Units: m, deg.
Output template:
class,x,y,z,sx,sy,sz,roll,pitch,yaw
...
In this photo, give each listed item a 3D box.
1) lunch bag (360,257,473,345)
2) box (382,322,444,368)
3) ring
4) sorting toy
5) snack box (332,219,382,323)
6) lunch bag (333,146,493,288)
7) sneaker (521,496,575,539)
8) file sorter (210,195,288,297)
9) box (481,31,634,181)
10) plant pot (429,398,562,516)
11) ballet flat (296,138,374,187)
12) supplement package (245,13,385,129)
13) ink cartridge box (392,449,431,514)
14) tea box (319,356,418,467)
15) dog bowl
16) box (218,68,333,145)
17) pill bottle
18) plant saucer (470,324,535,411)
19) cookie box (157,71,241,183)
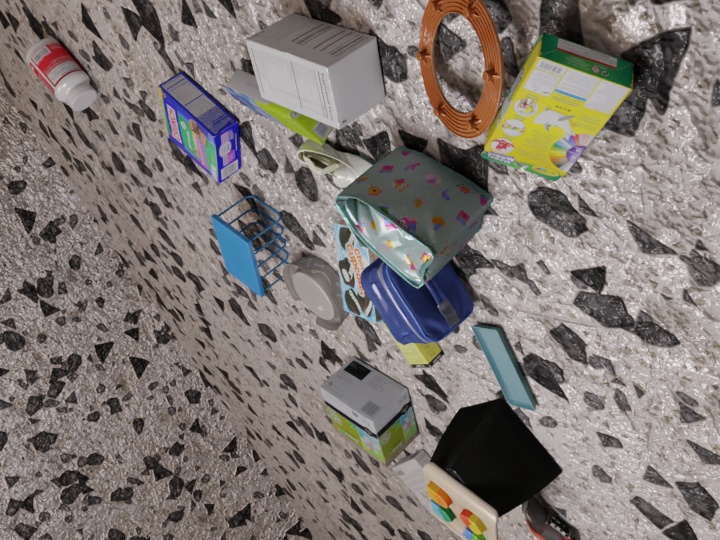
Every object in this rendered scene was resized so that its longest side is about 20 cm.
class,x,y,z,sx,sy,sz,roll,pitch,yaw
lunch bag,0.105,0.031,1.321,0.200,0.136,0.132,56,153,-9
box,0.093,0.117,1.545,0.200,0.050,0.075,55,153,-10
ring,0.125,-0.273,0.955,0.200,0.019,0.201,51,151,43
sorting toy,0.204,0.504,1.488,0.185,0.036,0.200,32,148,33
snack box,0.000,0.000,1.487,0.116,0.037,0.200,18,122,51
lunch bag,0.078,-0.099,1.155,0.200,0.170,0.122,38,149,16
sneaker,0.435,0.575,1.604,0.082,0.077,0.200,-28,102,36
file sorter,-0.263,-0.064,1.783,0.139,0.123,0.200,34,150,29
box,0.234,-0.190,0.889,0.117,0.048,0.200,18,149,-4
plant pot,0.262,0.416,1.524,0.200,0.177,0.200,50,153,0
ballet flat,-0.044,-0.191,1.348,0.200,0.069,0.069,32,148,32
supplement package,-0.072,-0.326,1.168,0.200,0.110,0.114,30,147,36
ink cartridge box,0.187,0.595,2.014,0.176,0.045,0.200,48,154,6
tea box,0.025,0.367,1.876,0.200,0.134,0.197,26,145,40
dog bowl,-0.101,0.051,1.753,0.200,0.059,0.200,38,151,25
box,-0.157,-0.307,1.338,0.200,0.048,0.122,31,179,33
pill bottle,-0.862,-0.564,2.085,0.200,0.112,0.112,49,153,4
plant saucer,0.278,0.185,1.381,0.070,0.019,0.200,5,128,55
cookie box,-0.371,-0.329,1.666,0.200,0.075,0.171,42,153,18
